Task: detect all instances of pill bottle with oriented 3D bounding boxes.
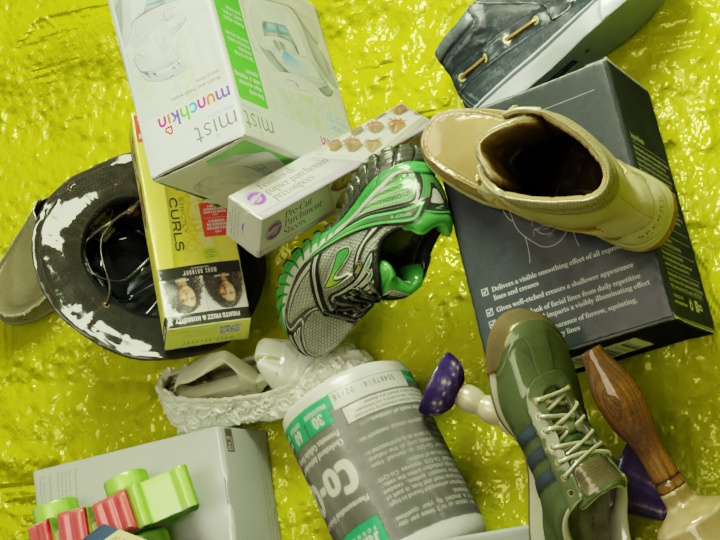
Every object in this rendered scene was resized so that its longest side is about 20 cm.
[{"bbox_3d":[0.028,0.180,1.211,0.113,0.113,0.201,-35,67,19],"label":"pill bottle"}]

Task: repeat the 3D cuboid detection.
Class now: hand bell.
[{"bbox_3d":[0.211,0.141,1.092,0.104,0.104,0.201,-32,87,20],"label":"hand bell"}]

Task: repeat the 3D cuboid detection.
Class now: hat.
[{"bbox_3d":[-0.185,0.002,1.360,0.199,0.081,0.202,6,63,-11],"label":"hat"}]

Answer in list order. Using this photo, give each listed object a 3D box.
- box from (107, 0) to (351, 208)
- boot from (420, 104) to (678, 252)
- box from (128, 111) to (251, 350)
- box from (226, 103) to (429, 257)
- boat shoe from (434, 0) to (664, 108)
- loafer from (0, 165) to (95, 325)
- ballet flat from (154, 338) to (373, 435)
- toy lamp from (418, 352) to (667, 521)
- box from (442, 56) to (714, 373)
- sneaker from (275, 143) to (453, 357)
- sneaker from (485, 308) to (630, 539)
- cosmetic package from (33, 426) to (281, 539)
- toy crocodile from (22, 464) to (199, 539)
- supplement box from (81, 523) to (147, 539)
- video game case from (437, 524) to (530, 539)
[{"bbox_3d":[-0.100,-0.147,1.281,0.096,0.200,0.178,-23,71,22],"label":"box"},{"bbox_3d":[0.104,-0.076,1.065,0.199,0.155,0.073,27,95,28],"label":"boot"},{"bbox_3d":[-0.143,-0.038,1.313,0.075,0.050,0.201,-6,67,-12],"label":"box"},{"bbox_3d":[-0.021,-0.074,1.239,0.039,0.199,0.042,34,136,29],"label":"box"},{"bbox_3d":[0.148,-0.199,1.229,0.200,0.071,0.091,-39,70,20],"label":"boat shoe"},{"bbox_3d":[-0.277,-0.031,1.431,0.200,0.068,0.076,-46,65,14],"label":"loafer"},{"bbox_3d":[-0.088,0.091,1.304,0.199,0.072,0.072,-16,75,26],"label":"ballet flat"},{"bbox_3d":[0.142,0.126,1.172,0.199,0.058,0.059,25,94,11],"label":"toy lamp"},{"bbox_3d":[0.158,-0.031,1.179,0.148,0.107,0.202,-19,74,25],"label":"box"},{"bbox_3d":[0.000,0.000,1.208,0.200,0.078,0.086,-56,44,36],"label":"sneaker"},{"bbox_3d":[0.148,0.127,1.080,0.090,0.067,0.202,18,125,62],"label":"sneaker"},{"bbox_3d":[-0.173,0.205,1.334,0.199,0.081,0.114,-13,76,25],"label":"cosmetic package"},{"bbox_3d":[-0.216,0.209,1.275,0.199,0.062,0.068,-23,74,23],"label":"toy crocodile"},{"bbox_3d":[-0.154,0.331,1.178,0.199,0.134,0.201,13,116,28],"label":"supplement box"},{"bbox_3d":[0.119,0.276,1.125,0.023,0.198,0.183,136,126,-65],"label":"video game case"}]
